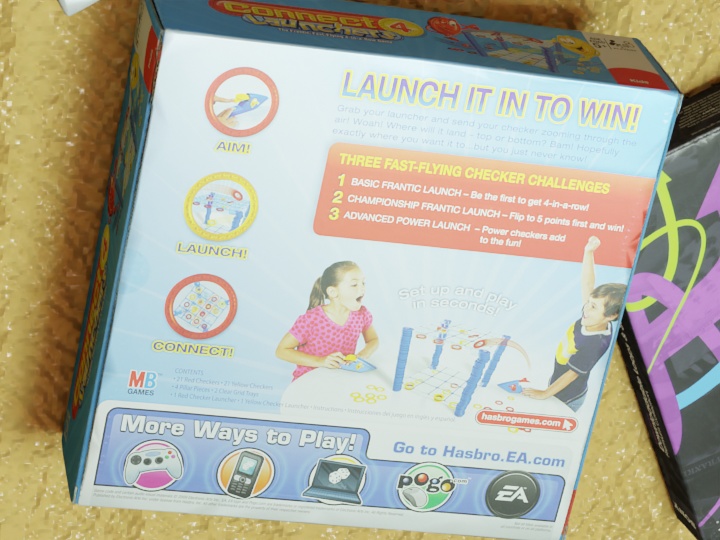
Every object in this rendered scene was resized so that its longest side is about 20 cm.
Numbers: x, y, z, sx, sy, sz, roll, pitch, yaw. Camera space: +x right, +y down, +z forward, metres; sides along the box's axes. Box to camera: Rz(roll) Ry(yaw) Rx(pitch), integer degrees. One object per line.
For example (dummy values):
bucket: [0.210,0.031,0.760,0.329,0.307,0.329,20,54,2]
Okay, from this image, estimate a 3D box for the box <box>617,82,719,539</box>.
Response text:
box: [0.177,0.009,1.178,0.143,0.036,0.200,-27,125,-7]

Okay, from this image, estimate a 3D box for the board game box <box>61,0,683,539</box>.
board game box: [0.000,0.000,1.067,0.199,0.056,0.196,6,114,-15]

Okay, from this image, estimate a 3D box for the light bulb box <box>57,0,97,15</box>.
light bulb box: [-0.061,-0.225,0.894,0.200,0.125,0.198,-30,124,-4]
